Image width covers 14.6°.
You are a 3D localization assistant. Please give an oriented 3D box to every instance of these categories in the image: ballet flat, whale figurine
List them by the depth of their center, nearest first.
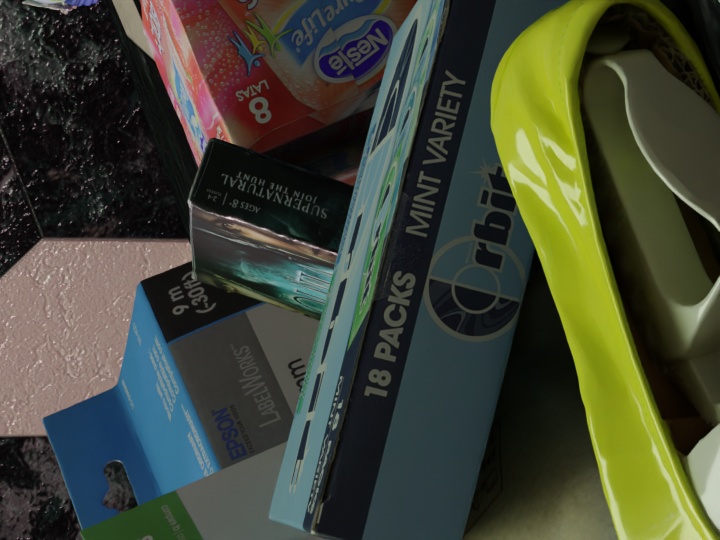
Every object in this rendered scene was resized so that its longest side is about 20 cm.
[{"bbox_3d":[0.086,0.021,0.676,0.201,0.067,0.067,69,153,15],"label":"ballet flat"},{"bbox_3d":[0.077,0.086,0.819,0.159,0.103,0.200,-55,25,33],"label":"whale figurine"}]

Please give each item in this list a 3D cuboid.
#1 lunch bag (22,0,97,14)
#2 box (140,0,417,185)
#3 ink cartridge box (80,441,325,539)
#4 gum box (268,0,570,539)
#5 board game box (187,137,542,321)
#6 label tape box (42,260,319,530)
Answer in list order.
[{"bbox_3d":[-0.110,-0.204,1.111,0.161,0.082,0.201,-153,80,-78],"label":"lunch bag"},{"bbox_3d":[-0.029,-0.088,1.133,0.200,0.094,0.103,122,125,-83],"label":"box"},{"bbox_3d":[0.002,0.145,1.190,0.084,0.199,0.147,-130,18,-63],"label":"ink cartridge box"},{"bbox_3d":[0.018,0.000,0.850,0.200,0.044,0.171,134,151,-84],"label":"gum box"},{"bbox_3d":[0.000,0.000,1.080,0.200,0.135,0.028,109,180,-81],"label":"board game box"},{"bbox_3d":[-0.045,0.057,1.288,0.144,0.199,0.063,-118,9,-47],"label":"label tape box"}]
